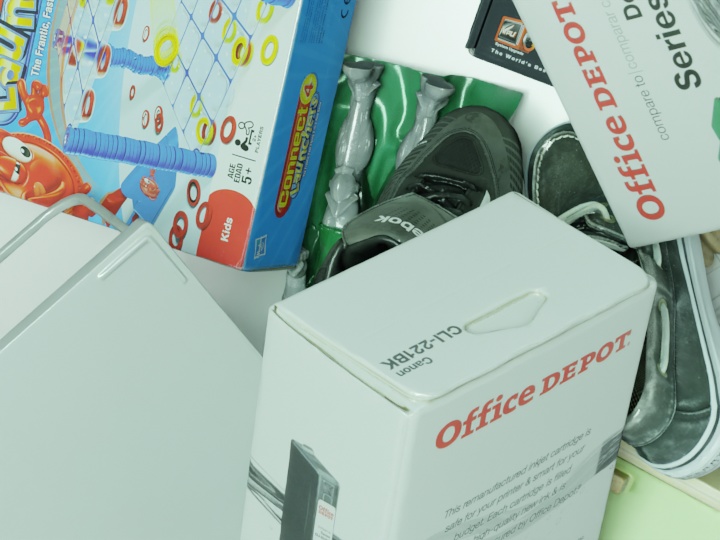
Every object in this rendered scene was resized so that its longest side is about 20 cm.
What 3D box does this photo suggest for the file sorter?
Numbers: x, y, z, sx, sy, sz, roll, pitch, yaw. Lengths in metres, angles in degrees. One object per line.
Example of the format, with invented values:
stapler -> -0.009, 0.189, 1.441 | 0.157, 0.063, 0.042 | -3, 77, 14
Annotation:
file sorter -> -0.104, 0.084, 1.115 | 0.139, 0.125, 0.200 | -42, 113, -8

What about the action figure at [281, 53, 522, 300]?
action figure -> 0.000, 0.000, 1.182 | 0.118, 0.055, 0.200 | 13, 104, 8

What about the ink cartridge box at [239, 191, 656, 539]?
ink cartridge box -> 0.030, 0.086, 0.992 | 0.084, 0.144, 0.200 | 35, 133, 32

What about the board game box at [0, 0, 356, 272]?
board game box -> -0.104, -0.121, 1.158 | 0.196, 0.056, 0.200 | 17, 101, 25

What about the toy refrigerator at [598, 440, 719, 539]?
toy refrigerator -> 0.093, 0.092, 1.113 | 0.200, 0.070, 0.076 | 29, 107, 17

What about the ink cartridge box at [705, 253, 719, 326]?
ink cartridge box -> 0.171, 0.051, 1.163 | 0.163, 0.057, 0.200 | -36, 68, 15

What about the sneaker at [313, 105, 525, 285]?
sneaker -> 0.025, -0.005, 1.066 | 0.066, 0.091, 0.200 | 21, 60, 12

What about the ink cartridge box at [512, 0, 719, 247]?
ink cartridge box -> 0.179, -0.103, 1.001 | 0.200, 0.084, 0.146 | -14, 121, 28

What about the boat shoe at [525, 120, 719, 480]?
boat shoe -> 0.112, -0.001, 1.079 | 0.072, 0.071, 0.200 | -39, 46, 19

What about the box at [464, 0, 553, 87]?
box -> 0.164, -0.132, 1.072 | 0.200, 0.049, 0.161 | 22, 129, 3

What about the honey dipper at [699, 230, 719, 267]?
honey dipper -> 0.106, 0.008, 1.152 | 0.200, 0.038, 0.038 | -30, 91, 21
